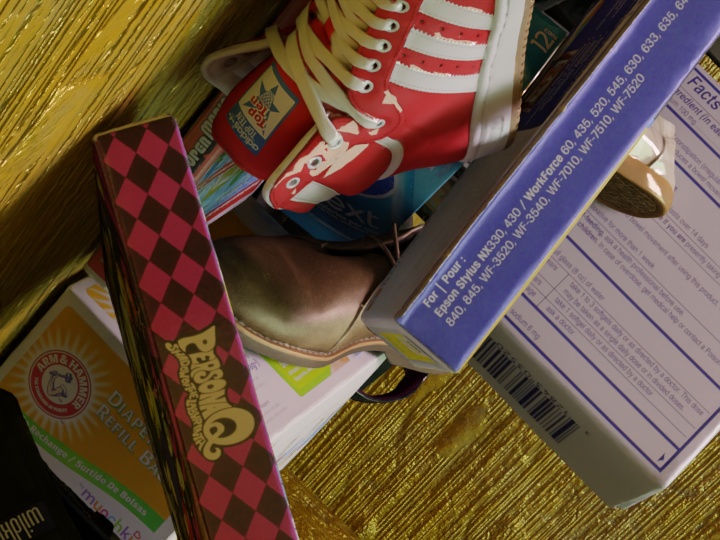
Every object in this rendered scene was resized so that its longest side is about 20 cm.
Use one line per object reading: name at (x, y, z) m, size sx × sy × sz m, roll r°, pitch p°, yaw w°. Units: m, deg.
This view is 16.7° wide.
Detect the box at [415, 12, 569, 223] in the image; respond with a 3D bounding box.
box at (0.082, -0.088, 1.442) m, size 0.117 × 0.060 × 0.200 m, roll -46°, pitch 176°, yaw -8°

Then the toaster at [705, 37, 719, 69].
toaster at (0.233, -0.199, 1.305) m, size 0.181 × 0.200 × 0.119 m, roll -43°, pitch 179°, yaw -28°

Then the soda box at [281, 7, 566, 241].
soda box at (0.021, -0.072, 1.156) m, size 0.068 × 0.064 × 0.200 m, roll -54°, pitch -177°, yaw -24°

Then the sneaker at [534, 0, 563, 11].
sneaker at (0.105, -0.175, 1.099) m, size 0.200 × 0.074 × 0.087 m, roll -44°, pitch -176°, yaw 41°

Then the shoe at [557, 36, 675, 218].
shoe at (0.099, -0.094, 1.299) m, size 0.070 × 0.200 × 0.053 m, roll 8°, pitch -110°, yaw 51°

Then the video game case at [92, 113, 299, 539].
video game case at (-0.058, 0.066, 0.920) m, size 0.036 × 0.200 × 0.181 m, roll -15°, pitch 165°, yaw -9°

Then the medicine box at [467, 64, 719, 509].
medicine box at (0.161, 0.001, 1.405) m, size 0.200 × 0.182 × 0.103 m, roll -44°, pitch 176°, yaw -15°

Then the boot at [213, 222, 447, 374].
boot at (0.000, 0.000, 1.142) m, size 0.200 × 0.074 × 0.075 m, roll 5°, pitch 139°, yaw -50°

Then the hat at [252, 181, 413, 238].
hat at (-0.025, -0.009, 1.338) m, size 0.201 × 0.081 × 0.201 m, roll -46°, pitch 177°, yaw -3°

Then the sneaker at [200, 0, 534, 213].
sneaker at (-0.002, -0.090, 0.872) m, size 0.112 × 0.071 × 0.200 m, roll -20°, pitch 148°, yaw -10°

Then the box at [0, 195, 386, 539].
box at (-0.083, 0.054, 1.142) m, size 0.101 × 0.112 × 0.200 m, roll -47°, pitch 175°, yaw 24°

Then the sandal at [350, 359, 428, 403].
sandal at (0.009, 0.045, 1.318) m, size 0.075 × 0.048 × 0.200 m, roll -51°, pitch 168°, yaw 3°

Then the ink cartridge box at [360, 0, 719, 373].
ink cartridge box at (0.080, -0.046, 0.997) m, size 0.198 × 0.047 × 0.200 m, roll -52°, pitch -175°, yaw -3°

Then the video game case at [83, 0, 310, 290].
video game case at (-0.028, -0.083, 1.044) m, size 0.200 × 0.017 × 0.143 m, roll -50°, pitch 175°, yaw 30°

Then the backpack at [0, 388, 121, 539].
backpack at (-0.158, 0.168, 0.965) m, size 0.200 × 0.190 × 0.154 m, roll -46°, pitch 176°, yaw -13°

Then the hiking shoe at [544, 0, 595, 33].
hiking shoe at (0.143, -0.138, 1.226) m, size 0.076 × 0.101 × 0.200 m, roll -56°, pitch -157°, yaw 4°
